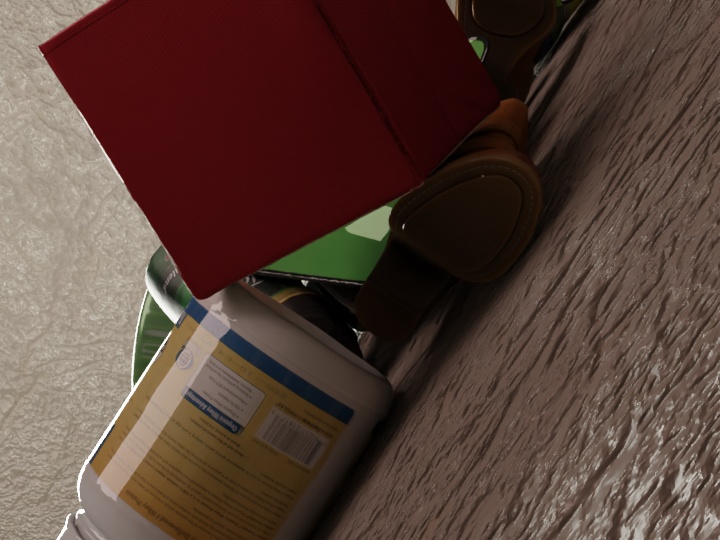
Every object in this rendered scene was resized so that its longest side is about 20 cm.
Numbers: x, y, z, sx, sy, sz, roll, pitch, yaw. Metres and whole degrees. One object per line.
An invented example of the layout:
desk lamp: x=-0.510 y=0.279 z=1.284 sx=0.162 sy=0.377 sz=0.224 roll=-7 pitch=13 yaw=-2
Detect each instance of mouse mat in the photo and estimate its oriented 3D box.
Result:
mouse mat: x=0.000 y=-0.080 z=1.267 sx=0.160 sy=0.008 sz=0.201 roll=7 pitch=65 yaw=48

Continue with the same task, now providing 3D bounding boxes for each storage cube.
storage cube: x=-0.049 y=-0.117 z=1.091 sx=0.199 sy=0.180 sz=0.171 roll=-28 pitch=9 yaw=27

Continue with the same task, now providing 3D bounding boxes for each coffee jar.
coffee jar: x=-0.079 y=0.034 z=1.323 sx=0.104 sy=0.085 sz=0.200 roll=-42 pitch=38 yaw=-1

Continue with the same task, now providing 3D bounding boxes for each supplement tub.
supplement tub: x=-0.087 y=0.119 z=1.133 sx=0.201 sy=0.144 sz=0.145 roll=-57 pitch=5 yaw=0

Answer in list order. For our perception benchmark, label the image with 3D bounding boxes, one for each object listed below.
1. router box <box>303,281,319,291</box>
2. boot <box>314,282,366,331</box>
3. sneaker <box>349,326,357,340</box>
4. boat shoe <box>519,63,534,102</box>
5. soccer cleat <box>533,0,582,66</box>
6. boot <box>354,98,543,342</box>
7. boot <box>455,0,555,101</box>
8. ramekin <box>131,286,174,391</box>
router box: x=0.008 y=-0.048 z=1.775 sx=0.149 sy=0.051 sz=0.200 roll=-56 pitch=5 yaw=30
boot: x=0.001 y=-0.001 z=1.352 sx=0.073 sy=0.154 sz=0.204 roll=-35 pitch=47 yaw=-4
sneaker: x=-0.033 y=0.075 z=1.406 sx=0.088 sy=0.074 sz=0.200 roll=-46 pitch=17 yaw=5
boat shoe: x=0.069 y=-0.102 z=1.449 sx=0.201 sy=0.072 sz=0.072 roll=-58 pitch=1 yaw=17
soccer cleat: x=0.156 y=-0.235 z=1.433 sx=0.200 sy=0.065 sz=0.084 roll=-52 pitch=9 yaw=51
boot: x=0.078 y=-0.052 z=1.117 sx=0.155 sy=0.076 sz=0.200 roll=-54 pitch=-3 yaw=-36
boot: x=0.081 y=-0.125 z=1.351 sx=0.155 sy=0.076 sz=0.201 roll=119 pitch=163 yaw=-51
ramekin: x=-0.123 y=0.069 z=1.560 sx=0.200 sy=0.097 sz=0.201 roll=8 pitch=-90 yaw=-77
